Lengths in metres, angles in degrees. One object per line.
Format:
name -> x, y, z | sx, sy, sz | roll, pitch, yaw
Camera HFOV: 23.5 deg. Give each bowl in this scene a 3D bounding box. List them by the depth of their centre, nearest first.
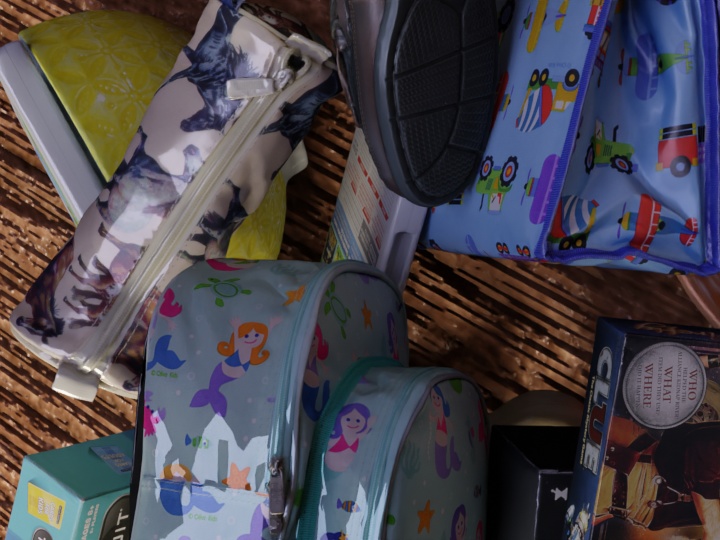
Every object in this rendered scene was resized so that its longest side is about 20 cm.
bowl -> -0.094, -0.067, 0.950 | 0.107, 0.200, 0.201 | -30, 74, -8

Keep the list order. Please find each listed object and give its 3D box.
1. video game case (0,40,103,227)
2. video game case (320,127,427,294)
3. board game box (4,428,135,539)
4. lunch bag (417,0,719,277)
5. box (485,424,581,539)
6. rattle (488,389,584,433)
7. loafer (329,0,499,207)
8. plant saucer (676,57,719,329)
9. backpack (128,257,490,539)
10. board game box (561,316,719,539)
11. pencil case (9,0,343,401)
video game case -> -0.144, -0.020, 0.964 | 0.022, 0.182, 0.201 | -29, 90, -8
video game case -> 0.000, 0.000, 0.901 | 0.143, 0.018, 0.201 | -111, 35, -67
board game box -> -0.113, 0.158, 0.950 | 0.047, 0.199, 0.152 | 29, 113, 30
lunch bag -> 0.098, -0.104, 0.801 | 0.150, 0.093, 0.202 | -171, 85, -69
box -> 0.127, 0.178, 0.803 | 0.079, 0.140, 0.202 | -143, 56, -71
rattle -> 0.078, 0.094, 0.906 | 0.130, 0.143, 0.200 | 43, 103, -6
loafer -> 0.016, -0.130, 0.761 | 0.063, 0.072, 0.202 | 16, 117, 48
plant saucer -> 0.224, -0.047, 0.770 | 0.199, 0.037, 0.202 | 6, 99, 37
backpack -> -0.025, 0.093, 0.764 | 0.149, 0.177, 0.202 | -4, 85, 20
board game box -> 0.153, 0.126, 0.742 | 0.035, 0.134, 0.202 | -138, 55, -73
pencil case -> -0.083, -0.033, 0.806 | 0.078, 0.089, 0.201 | 32, 93, -5
